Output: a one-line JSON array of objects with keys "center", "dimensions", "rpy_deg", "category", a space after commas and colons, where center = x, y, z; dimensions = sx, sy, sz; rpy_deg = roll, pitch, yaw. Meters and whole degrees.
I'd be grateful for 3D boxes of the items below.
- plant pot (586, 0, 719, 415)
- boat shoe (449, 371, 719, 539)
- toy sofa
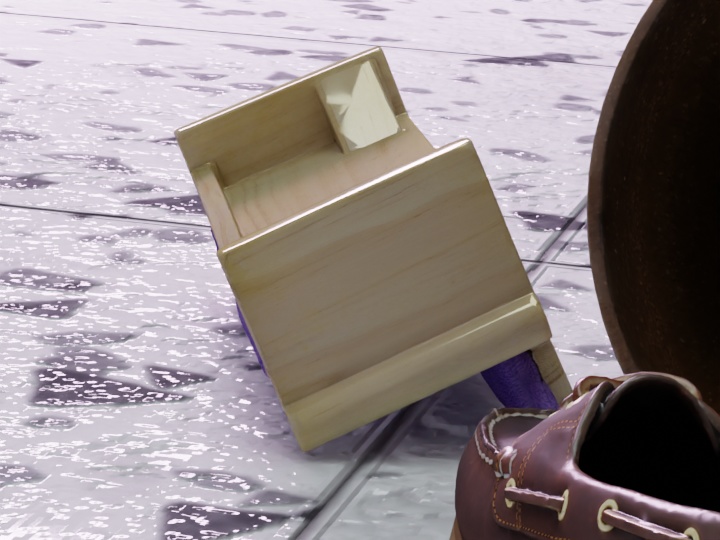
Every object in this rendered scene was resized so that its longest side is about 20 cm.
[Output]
[{"center": [0.180, -0.011, 0.749], "dimensions": [0.186, 0.188, 0.200], "rpy_deg": [8, 0, 21], "category": "plant pot"}, {"center": [0.068, 0.058, 0.611], "dimensions": [0.070, 0.071, 0.200], "rpy_deg": [-1, 13, -14], "category": "boat shoe"}, {"center": [0.000, 0.000, 0.850], "dimensions": [0.083, 0.098, 0.200], "rpy_deg": [-23, 16, -2], "category": "toy sofa"}]
